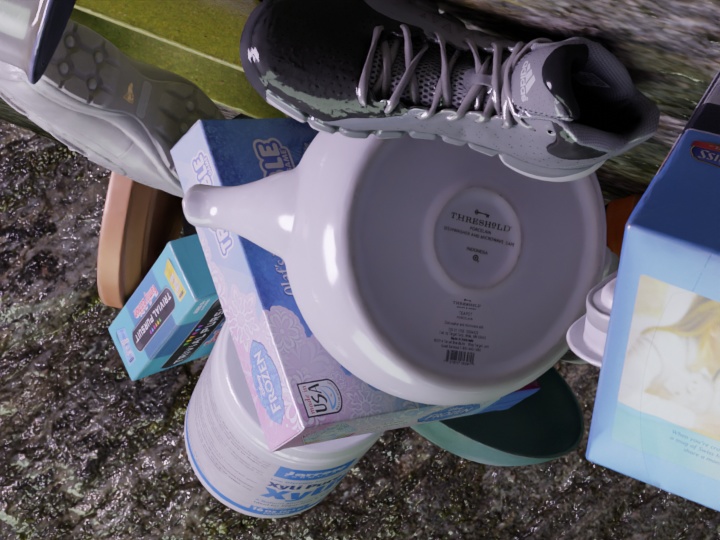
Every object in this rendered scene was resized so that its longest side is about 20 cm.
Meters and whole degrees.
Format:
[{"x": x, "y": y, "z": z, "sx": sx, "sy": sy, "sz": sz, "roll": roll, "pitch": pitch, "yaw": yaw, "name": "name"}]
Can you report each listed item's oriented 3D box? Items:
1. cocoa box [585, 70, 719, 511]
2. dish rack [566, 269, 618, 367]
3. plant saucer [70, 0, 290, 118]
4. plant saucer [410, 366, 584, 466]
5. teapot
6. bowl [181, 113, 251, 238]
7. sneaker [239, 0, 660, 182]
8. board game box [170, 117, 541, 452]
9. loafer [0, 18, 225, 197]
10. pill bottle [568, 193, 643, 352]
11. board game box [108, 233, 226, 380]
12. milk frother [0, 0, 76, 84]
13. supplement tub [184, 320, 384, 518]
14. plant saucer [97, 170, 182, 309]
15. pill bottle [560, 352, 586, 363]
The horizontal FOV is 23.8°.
[{"x": 0.210, "y": 0.028, "z": 0.693, "sx": 0.198, "sy": 0.131, "sz": 0.134, "roll": 20, "pitch": 133, "yaw": 20, "name": "cocoa box"}, {"x": 0.219, "y": 0.010, "z": 0.878, "sx": 0.170, "sy": 0.044, "sz": 0.199, "roll": 20, "pitch": -146, "yaw": 34, "name": "dish rack"}, {"x": -0.128, "y": -0.154, "z": 1.054, "sx": 0.198, "sy": 0.048, "sz": 0.200, "roll": 21, "pitch": 177, "yaw": 3, "name": "plant saucer"}, {"x": 0.075, "y": 0.086, "z": 1.293, "sx": 0.198, "sy": 0.036, "sz": 0.201, "roll": 24, "pitch": -153, "yaw": -13, "name": "plant saucer"}, {"x": 0.038, "y": -0.019, "z": 0.980, "sx": 0.201, "sy": 0.197, "sz": 0.146, "roll": 55, "pitch": 161, "yaw": -15, "name": "teapot"}, {"x": -0.055, "y": -0.070, "z": 1.281, "sx": 0.199, "sy": 0.091, "sz": 0.201, "roll": -21, "pitch": 165, "yaw": -6, "name": "bowl"}, {"x": 0.050, "y": -0.094, "z": 0.788, "sx": 0.198, "sy": 0.076, "sz": 0.115, "roll": 11, "pitch": 175, "yaw": -19, "name": "sneaker"}, {"x": 0.000, "y": 0.000, "z": 1.066, "sx": 0.198, "sy": 0.202, "sz": 0.043, "roll": -6, "pitch": 159, "yaw": -39, "name": "board game box"}, {"x": -0.151, "y": -0.098, "z": 1.062, "sx": 0.069, "sy": 0.071, "sz": 0.200, "roll": -2, "pitch": 153, "yaw": 41, "name": "loafer"}, {"x": 0.115, "y": 0.010, "z": 1.180, "sx": 0.198, "sy": 0.107, "sz": 0.106, "roll": -18, "pitch": 157, "yaw": 26, "name": "pill bottle"}, {"x": -0.066, "y": 0.004, "z": 1.227, "sx": 0.199, "sy": 0.047, "sz": 0.151, "roll": -20, "pitch": 165, "yaw": -31, "name": "board game box"}, {"x": -0.209, "y": -0.128, "z": 0.664, "sx": 0.186, "sy": 0.202, "sz": 0.180, "roll": 21, "pitch": 173, "yaw": -7, "name": "milk frother"}, {"x": -0.049, "y": 0.090, "z": 1.193, "sx": 0.131, "sy": 0.133, "sz": 0.200, "roll": 21, "pitch": 158, "yaw": -5, "name": "supplement tub"}, {"x": -0.145, "y": -0.069, "z": 1.235, "sx": 0.032, "sy": 0.203, "sz": 0.200, "roll": 15, "pitch": 177, "yaw": 2, "name": "plant saucer"}, {"x": 0.163, "y": 0.012, "z": 1.343, "sx": 0.114, "sy": 0.116, "sz": 0.199, "roll": 18, "pitch": 178, "yaw": 38, "name": "pill bottle"}]
